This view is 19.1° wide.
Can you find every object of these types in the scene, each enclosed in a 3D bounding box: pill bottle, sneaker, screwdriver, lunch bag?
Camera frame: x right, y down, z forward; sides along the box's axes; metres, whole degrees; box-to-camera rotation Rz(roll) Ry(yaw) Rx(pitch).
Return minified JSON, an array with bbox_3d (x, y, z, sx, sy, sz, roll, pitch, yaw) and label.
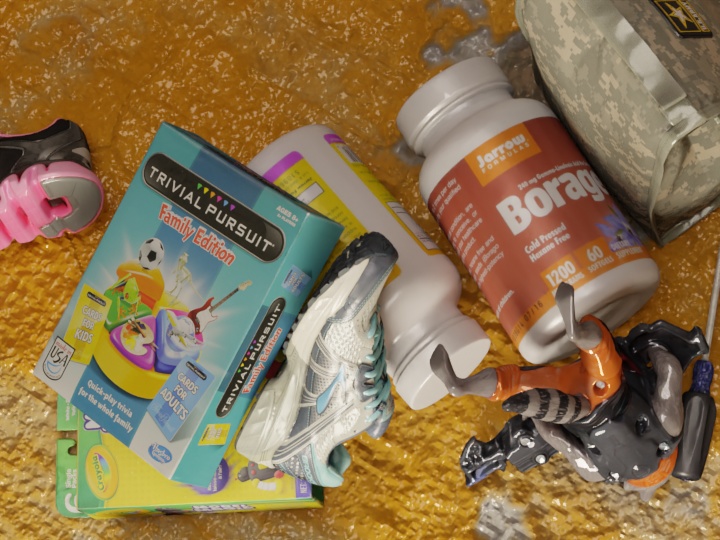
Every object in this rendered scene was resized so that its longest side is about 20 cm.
[{"bbox_3d":[0.111,-0.045,1.486,0.112,0.112,0.201,-33,73,1],"label":"pill bottle"},{"bbox_3d":[-0.287,-0.060,1.600,0.198,0.079,0.096,-14,52,7],"label":"sneaker"},{"bbox_3d":[0.240,0.046,1.478,0.028,0.029,0.202,9,83,13],"label":"screwdriver"},{"bbox_3d":[0.191,-0.131,1.447,0.117,0.200,0.164,-35,71,1],"label":"lunch bag"},{"bbox_3d":[-0.007,0.062,1.425,0.086,0.078,0.201,29,126,3],"label":"sneaker"},{"bbox_3d":[0.000,0.000,1.501,0.104,0.104,0.200,-41,72,-1],"label":"pill bottle"}]

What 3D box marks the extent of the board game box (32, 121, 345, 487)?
[{"bbox_3d":[-0.120,0.021,1.460,0.151,0.047,0.201,32,97,34],"label":"board game box"}]

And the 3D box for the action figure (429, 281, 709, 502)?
[{"bbox_3d":[0.133,0.103,1.419,0.200,0.193,0.105,-38,39,24],"label":"action figure"}]

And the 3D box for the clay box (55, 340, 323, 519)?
[{"bbox_3d":[-0.127,0.114,1.526,0.198,0.048,0.116,-4,75,9],"label":"clay box"}]
